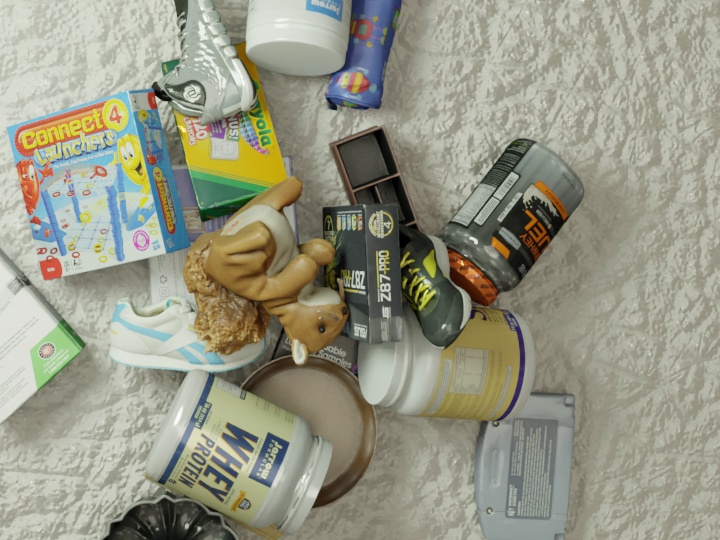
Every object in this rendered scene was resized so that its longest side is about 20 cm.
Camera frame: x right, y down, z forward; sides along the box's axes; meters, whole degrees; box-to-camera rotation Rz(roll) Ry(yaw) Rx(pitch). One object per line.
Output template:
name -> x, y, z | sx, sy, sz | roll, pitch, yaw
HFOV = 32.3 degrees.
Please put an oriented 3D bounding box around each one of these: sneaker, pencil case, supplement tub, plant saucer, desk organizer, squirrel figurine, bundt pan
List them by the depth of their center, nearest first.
sneaker -> 0.070, 0.018, 1.499 | 0.084, 0.201, 0.075 | 28, 114, -29
squirrel figurine -> -0.113, 0.025, 1.511 | 0.198, 0.142, 0.188 | -26, 112, 22
supplement tub -> -0.147, 0.223, 1.514 | 0.198, 0.145, 0.147 | 26, 89, -8
sneaker -> -0.216, -0.267, 1.524 | 0.114, 0.075, 0.202 | -28, 79, -9
supplement tub -> -0.072, -0.359, 1.550 | 0.130, 0.132, 0.204 | 5, 80, -8
sneaker -> -0.214, 0.078, 1.562 | 0.196, 0.077, 0.082 | 3, 105, -15
supplement tub -> 0.109, 0.116, 1.592 | 0.197, 0.145, 0.148 | 6, 92, -23
bundt pan -> -0.245, 0.377, 1.602 | 0.198, 0.076, 0.206 | -1, 97, -6
pencil case -> 0.009, -0.303, 1.608 | 0.077, 0.087, 0.204 | 12, 90, 15
plant saucer -> -0.077, 0.208, 1.610 | 0.196, 0.032, 0.204 | 0, 93, -8
supplement tub -> 0.189, -0.060, 1.615 | 0.122, 0.122, 0.201 | 40, 81, -8
desk organizer -> 0.029, -0.084, 1.622 | 0.071, 0.077, 0.203 | -21, 96, -7

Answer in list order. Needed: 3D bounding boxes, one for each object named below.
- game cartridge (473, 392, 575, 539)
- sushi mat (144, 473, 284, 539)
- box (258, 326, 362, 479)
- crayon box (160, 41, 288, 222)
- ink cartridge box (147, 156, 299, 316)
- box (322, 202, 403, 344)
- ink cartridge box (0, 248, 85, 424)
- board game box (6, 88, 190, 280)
game cartridge -> 0.221, 0.265, 1.690 | 0.131, 0.042, 0.204 | 4, 92, -4
sushi mat -> -0.183, 0.293, 1.610 | 0.198, 0.096, 0.012 | 29, 52, -8
box -> -0.058, 0.155, 1.643 | 0.141, 0.036, 0.203 | 21, 88, -9
crayon box -> -0.170, -0.175, 1.570 | 0.117, 0.058, 0.203 | -15, 77, -8
ink cartridge box -> -0.180, -0.040, 1.613 | 0.196, 0.047, 0.201 | -5, 92, -9
box -> 0.000, 0.000, 1.528 | 0.048, 0.200, 0.164 | -5, 94, -17
ink cartridge box -> -0.463, 0.069, 1.555 | 0.146, 0.084, 0.201 | -41, 97, -4
board game box -> -0.324, -0.104, 1.532 | 0.197, 0.056, 0.199 | -11, 95, 27
